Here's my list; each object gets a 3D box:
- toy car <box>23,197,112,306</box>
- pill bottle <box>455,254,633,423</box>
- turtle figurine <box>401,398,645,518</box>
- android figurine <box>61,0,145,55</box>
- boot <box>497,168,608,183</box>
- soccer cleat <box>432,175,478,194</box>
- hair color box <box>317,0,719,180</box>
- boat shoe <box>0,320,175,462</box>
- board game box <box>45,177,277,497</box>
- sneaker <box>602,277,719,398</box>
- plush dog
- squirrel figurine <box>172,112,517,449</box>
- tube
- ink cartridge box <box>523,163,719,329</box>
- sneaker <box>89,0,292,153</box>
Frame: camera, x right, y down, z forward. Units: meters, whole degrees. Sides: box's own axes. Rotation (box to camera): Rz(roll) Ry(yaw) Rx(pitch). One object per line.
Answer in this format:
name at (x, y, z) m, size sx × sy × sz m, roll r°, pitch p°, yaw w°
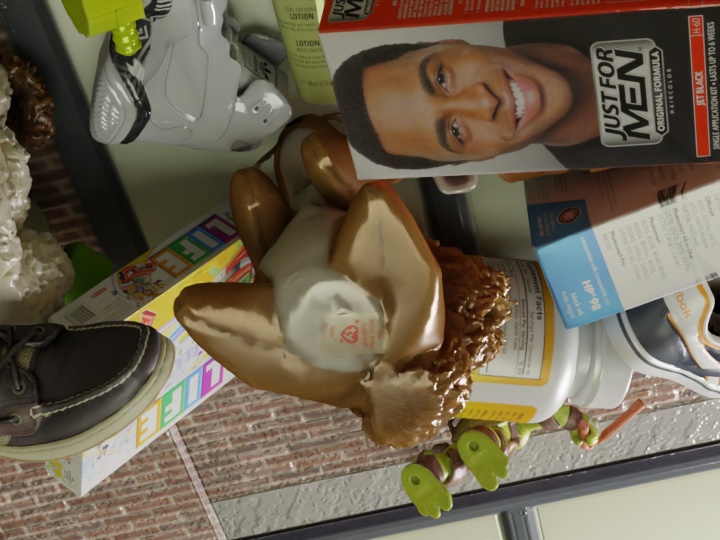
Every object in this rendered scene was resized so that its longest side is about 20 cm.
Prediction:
toy car at (-0.289, 0.034, 1.009) m, size 0.163 × 0.159 × 0.199 m, roll 29°, pitch 152°, yaw -23°
pill bottle at (0.083, 0.046, 1.040) m, size 0.197 × 0.114 × 0.114 m, roll 5°, pitch 131°, yaw -9°
turtle figurine at (0.102, 0.124, 1.112) m, size 0.198 × 0.161 × 0.065 m, roll -17°, pitch 90°, yaw 24°
android figurine at (-0.150, -0.202, 0.758) m, size 0.041 × 0.182 × 0.202 m, roll -23°, pitch 131°, yaw -12°
boot at (0.147, -0.091, 0.891) m, size 0.153 × 0.075 × 0.200 m, roll -15°, pitch 176°, yaw 14°
soccer cleat at (0.042, -0.136, 0.895) m, size 0.068 × 0.086 × 0.202 m, roll -11°, pitch 132°, yaw 4°
hair color box at (0.087, -0.104, 0.752) m, size 0.197 × 0.062 × 0.102 m, roll -2°, pitch 136°, yaw 16°
boat shoe at (-0.195, 0.063, 0.838) m, size 0.198 × 0.073 × 0.065 m, roll -13°, pitch 133°, yaw 30°
board game box at (-0.120, 0.039, 0.975) m, size 0.034 × 0.200 × 0.136 m, roll 31°, pitch 135°, yaw 22°
sneaker at (0.245, 0.038, 1.031) m, size 0.079 × 0.079 × 0.199 m, roll -32°, pitch 158°, yaw 29°
plush dog at (-0.257, -0.072, 0.863) m, size 0.197 × 0.173 × 0.161 m, roll 3°, pitch 137°, yaw -23°
squirrel figurine at (0.000, 0.000, 0.914) m, size 0.141 × 0.187 × 0.200 m, roll -36°, pitch 115°, yaw 16°
tube at (-0.036, -0.192, 0.857) m, size 0.057 × 0.052 × 0.202 m, roll -20°, pitch 125°, yaw -10°
ink cartridge box at (0.209, -0.047, 0.961) m, size 0.198 × 0.116 × 0.067 m, roll -20°, pitch 115°, yaw 13°
sneaker at (-0.087, -0.147, 0.883) m, size 0.113 × 0.076 × 0.201 m, roll 11°, pitch 134°, yaw -16°
